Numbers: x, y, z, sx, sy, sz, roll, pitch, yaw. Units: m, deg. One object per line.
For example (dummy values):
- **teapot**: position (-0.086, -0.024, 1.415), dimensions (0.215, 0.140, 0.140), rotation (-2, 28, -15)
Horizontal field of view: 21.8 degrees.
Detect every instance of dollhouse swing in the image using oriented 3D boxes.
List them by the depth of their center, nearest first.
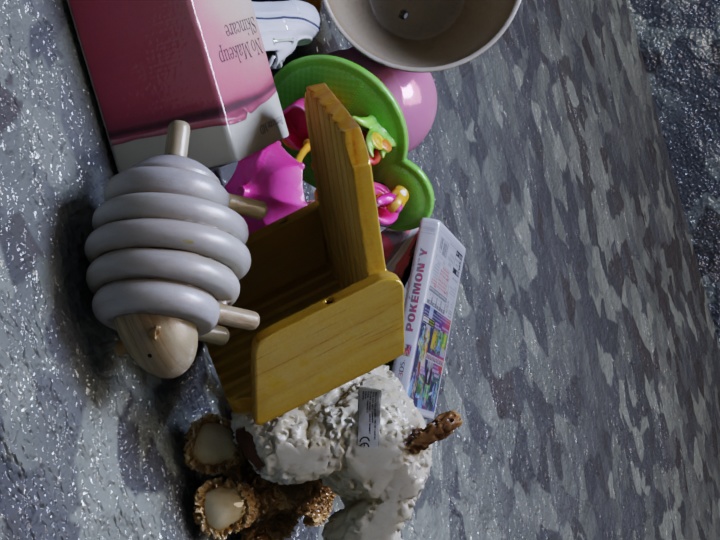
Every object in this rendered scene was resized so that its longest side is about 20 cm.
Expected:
- **dollhouse swing**: position (-0.064, -0.021, 1.483), dimensions (0.176, 0.181, 0.200), rotation (65, -3, -26)

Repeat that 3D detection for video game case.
- **video game case**: position (0.065, 0.052, 1.831), dimensions (0.200, 0.023, 0.183), rotation (35, 65, -78)

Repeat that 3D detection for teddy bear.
- **teddy bear**: position (-0.088, 0.170, 1.566), dimensions (0.200, 0.067, 0.145), rotation (-30, 97, -62)

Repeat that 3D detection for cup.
- **cup**: position (0.057, -0.287, 1.847), dimensions (0.143, 0.200, 0.201), rotation (129, -51, -88)

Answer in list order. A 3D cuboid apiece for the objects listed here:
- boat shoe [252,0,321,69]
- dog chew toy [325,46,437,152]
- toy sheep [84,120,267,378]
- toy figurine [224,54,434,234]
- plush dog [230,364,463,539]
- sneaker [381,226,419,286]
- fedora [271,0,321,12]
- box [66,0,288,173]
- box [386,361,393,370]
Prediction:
- **boat shoe**: position (-0.101, -0.211, 1.729), dimensions (0.200, 0.073, 0.067), rotation (-6, 85, -57)
- **dog chew toy**: position (-0.006, -0.170, 1.882), dimensions (0.200, 0.124, 0.125), rotation (-11, 89, -61)
- **toy sheep**: position (-0.143, -0.016, 1.414), dimensions (0.138, 0.137, 0.201), rotation (39, 48, -59)
- **toy figurine**: position (-0.043, -0.070, 1.702), dimensions (0.200, 0.150, 0.184), rotation (48, 41, -10)
- **plush dog**: position (-0.002, 0.125, 1.550), dimensions (0.200, 0.160, 0.172), rotation (49, 9, -26)
- **sneaker**: position (0.000, 0.000, 1.797), dimensions (0.200, 0.087, 0.074), rotation (-60, 174, -39)
- **fedora**: position (-0.057, -0.351, 1.888), dimensions (0.201, 0.082, 0.201), rotation (-13, 90, -70)
- **box**: position (-0.150, -0.181, 1.516), dimensions (0.128, 0.109, 0.201), rotation (-39, 115, -67)
- **box**: position (0.005, 0.125, 1.833), dimensions (0.122, 0.048, 0.200), rotation (51, 32, -49)
